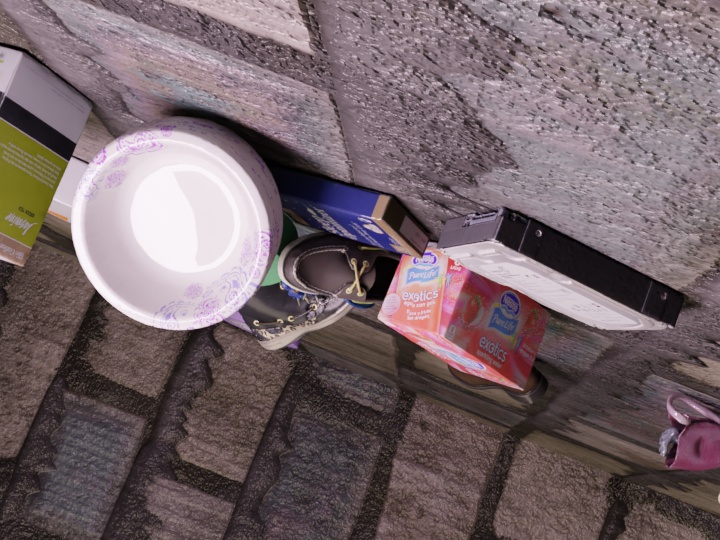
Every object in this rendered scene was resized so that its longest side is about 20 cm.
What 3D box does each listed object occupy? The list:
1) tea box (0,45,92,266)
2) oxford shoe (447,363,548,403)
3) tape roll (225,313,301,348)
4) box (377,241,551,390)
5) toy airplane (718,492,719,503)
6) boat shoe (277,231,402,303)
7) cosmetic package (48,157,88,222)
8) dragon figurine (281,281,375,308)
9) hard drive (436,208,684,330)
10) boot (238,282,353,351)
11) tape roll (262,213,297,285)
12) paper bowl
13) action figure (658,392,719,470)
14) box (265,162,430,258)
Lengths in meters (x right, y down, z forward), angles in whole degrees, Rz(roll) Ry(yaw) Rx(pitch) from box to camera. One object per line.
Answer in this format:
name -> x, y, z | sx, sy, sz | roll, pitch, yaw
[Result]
tea box -> -0.428, -0.136, 1.199 | 0.199, 0.198, 0.134 | 18, 170, 25
oxford shoe -> 0.200, 0.143, 1.767 | 0.199, 0.073, 0.084 | 7, 146, 52
tape roll -> -0.217, 0.104, 2.481 | 0.199, 0.066, 0.200 | 22, 171, 4
box -> 0.122, 0.051, 1.279 | 0.094, 0.103, 0.200 | 14, 166, 39
toy airplane -> 0.552, 0.267, 1.365 | 0.197, 0.142, 0.201 | 9, 151, 6
boat shoe -> 0.000, 0.000, 1.267 | 0.200, 0.072, 0.060 | 3, -167, -41
cosmetic package -> -0.464, -0.132, 1.699 | 0.101, 0.072, 0.200 | 24, 170, -12
dragon figurine -> -0.012, 0.011, 1.355 | 0.059, 0.100, 0.199 | 13, 173, 41
hard drive -> 0.184, 0.003, 1.065 | 0.199, 0.038, 0.140 | 26, 170, -16
boot -> -0.098, 0.011, 1.493 | 0.203, 0.074, 0.154 | -31, 120, 26
tape roll -> -0.171, -0.044, 1.273 | 0.198, 0.049, 0.201 | 14, 160, 5
paper bowl -> -0.175, -0.052, 1.120 | 0.199, 0.202, 0.104 | 22, -159, -2
action figure -> 0.504, 0.230, 1.518 | 0.198, 0.150, 0.134 | 4, -154, 14
box -> -0.035, -0.068, 1.192 | 0.199, 0.033, 0.121 | 18, 170, 28
